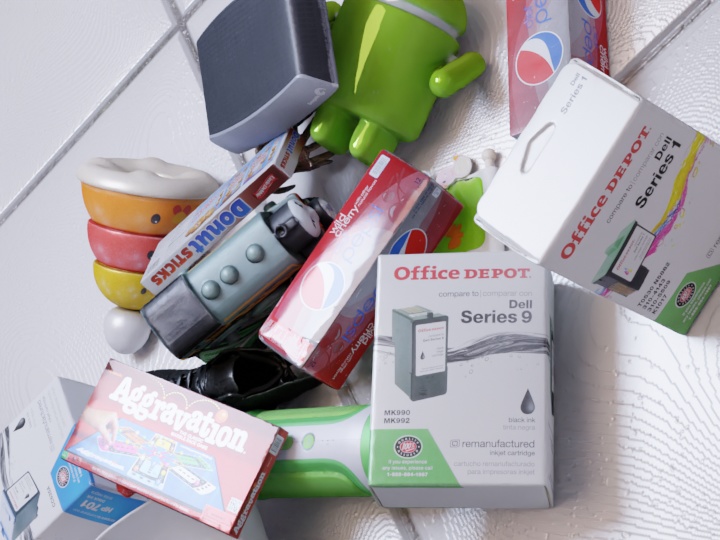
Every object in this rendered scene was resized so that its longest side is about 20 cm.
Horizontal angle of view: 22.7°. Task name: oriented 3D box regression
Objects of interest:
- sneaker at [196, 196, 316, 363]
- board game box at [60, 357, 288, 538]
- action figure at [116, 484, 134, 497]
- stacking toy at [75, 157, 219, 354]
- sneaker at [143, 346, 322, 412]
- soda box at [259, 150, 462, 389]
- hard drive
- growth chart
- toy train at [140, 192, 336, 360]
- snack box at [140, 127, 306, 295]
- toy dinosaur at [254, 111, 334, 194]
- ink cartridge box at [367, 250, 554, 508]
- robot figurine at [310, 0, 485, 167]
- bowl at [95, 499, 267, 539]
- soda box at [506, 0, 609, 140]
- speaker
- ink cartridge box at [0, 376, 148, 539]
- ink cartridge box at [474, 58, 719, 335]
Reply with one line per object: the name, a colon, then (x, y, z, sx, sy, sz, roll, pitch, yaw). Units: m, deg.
sneaker: (-0.098, 0.012, 1.707, 0.200, 0.085, 0.078, -52, 46, 12)
board game box: (-0.167, 0.155, 1.586, 0.200, 0.019, 0.103, 18, 75, 31)
action figure: (-0.203, 0.177, 1.705, 0.065, 0.052, 0.200, -55, 10, 6)
stacking toy: (-0.226, -0.011, 1.836, 0.146, 0.146, 0.200, 19, 106, 46)
sneaker: (-0.132, 0.103, 1.645, 0.104, 0.200, 0.060, 121, 143, -64)
soda box: (0.000, 0.000, 1.571, 0.063, 0.070, 0.200, 34, 89, 35)
hard drive: (-0.091, -0.193, 1.644, 0.200, 0.042, 0.135, -25, 70, 56)
growth chart: (0.046, -0.022, 1.619, 0.200, 0.018, 0.145, -24, 59, 25)
toy train: (-0.108, 0.006, 1.617, 0.200, 0.114, 0.085, -38, 85, 12)
snack box: (-0.130, -0.055, 1.681, 0.200, 0.024, 0.072, -39, 18, 31)
toy dinosaur: (-0.060, -0.170, 1.730, 0.136, 0.086, 0.200, 44, 118, 43)
ink cartridge box: (0.084, 0.089, 1.464, 0.146, 0.084, 0.200, -2, 69, 9)
robot figurine: (0.025, -0.198, 1.654, 0.175, 0.116, 0.200, 24, 89, 23)
bowl: (-0.149, 0.300, 1.594, 0.200, 0.075, 0.200, -33, 52, 30)
soda box: (0.171, -0.203, 1.556, 0.070, 0.063, 0.200, -17, 62, 37)
speaker: (-0.036, 0.161, 1.586, 0.200, 0.088, 0.088, -7, 68, 41)
ink cartridge box: (-0.323, 0.230, 1.831, 0.200, 0.086, 0.146, -43, 49, 20)
ink cartridge box: (0.205, -0.053, 1.365, 0.084, 0.200, 0.145, 40, 102, 45)
